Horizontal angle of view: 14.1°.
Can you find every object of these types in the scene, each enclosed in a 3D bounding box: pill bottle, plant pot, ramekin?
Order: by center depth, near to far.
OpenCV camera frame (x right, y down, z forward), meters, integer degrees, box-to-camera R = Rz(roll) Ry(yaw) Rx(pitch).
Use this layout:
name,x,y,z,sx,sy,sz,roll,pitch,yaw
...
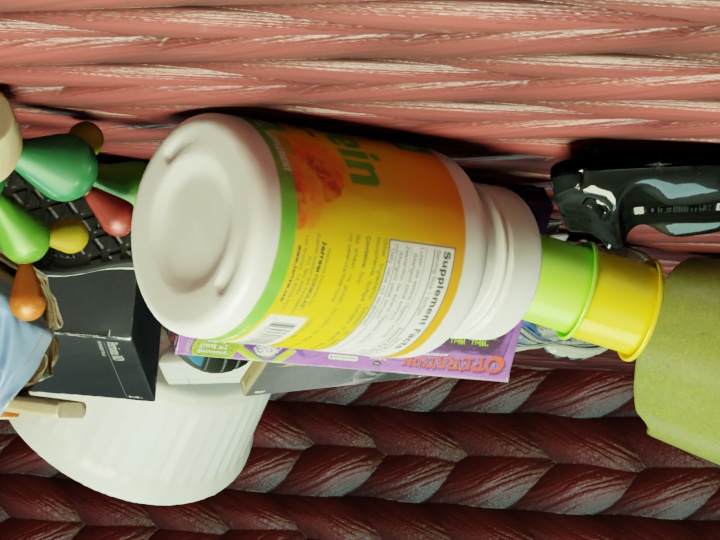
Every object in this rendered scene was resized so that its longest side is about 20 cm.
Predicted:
name,x,y,z,sx,sy,sz,roll,pitch,yaw
pill bottle,-0.007,-0.014,1.482,0.200,0.111,0.111,7,175,-39
plant pot,0.296,0.072,2.005,0.184,0.201,0.200,15,-179,28
ramekin,-0.153,0.061,2.080,0.200,0.201,0.098,6,133,-29

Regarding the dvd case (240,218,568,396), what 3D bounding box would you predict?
name,x,y,z,sx,sy,sz,roll,pitch,yaw
dvd case,0.024,0.025,1.771,0.148,0.016,0.200,-5,156,-22

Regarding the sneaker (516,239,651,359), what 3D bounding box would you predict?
name,x,y,z,sx,sy,sz,roll,pitch,yaw
sneaker,0.144,0.017,1.937,0.200,0.077,0.085,-13,171,-46

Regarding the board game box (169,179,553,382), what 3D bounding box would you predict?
name,x,y,z,sx,sy,sz,roll,pitch,yaw
board game box,0.000,0.000,1.649,0.199,0.120,0.032,6,-156,-15

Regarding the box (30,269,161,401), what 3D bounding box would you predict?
name,x,y,z,sx,sy,sz,roll,pitch,yaw
box,-0.221,0.010,1.850,0.181,0.104,0.200,5,167,1

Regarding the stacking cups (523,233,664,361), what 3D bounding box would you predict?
name,x,y,z,sx,sy,sz,roll,pitch,yaw
stacking cups,0.066,-0.001,1.609,0.199,0.061,0.060,14,173,-14

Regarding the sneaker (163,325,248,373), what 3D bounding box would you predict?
name,x,y,z,sx,sy,sz,roll,pitch,yaw
sneaker,-0.080,0.011,1.861,0.082,0.073,0.200,42,-159,16

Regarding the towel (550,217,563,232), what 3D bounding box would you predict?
name,x,y,z,sx,sy,sz,roll,pitch,yaw
towel,0.020,-0.006,1.781,0.200,0.049,0.112,4,151,-39

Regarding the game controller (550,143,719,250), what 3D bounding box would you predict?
name,x,y,z,sx,sy,sz,roll,pitch,yaw
game controller,0.154,-0.042,1.528,0.104,0.042,0.200,-11,175,5

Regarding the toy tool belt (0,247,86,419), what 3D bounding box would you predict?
name,x,y,z,sx,sy,sz,roll,pitch,yaw
toy tool belt,-0.247,0.031,1.536,0.200,0.125,0.123,19,-170,-37

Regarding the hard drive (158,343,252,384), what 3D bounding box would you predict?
name,x,y,z,sx,sy,sz,roll,pitch,yaw
hard drive,-0.023,0.030,1.978,0.200,0.027,0.132,-4,-149,34

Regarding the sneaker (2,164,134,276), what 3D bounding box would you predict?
name,x,y,z,sx,sy,sz,roll,pitch,yaw
sneaker,-0.169,-0.030,1.673,0.200,0.072,0.083,9,176,-43

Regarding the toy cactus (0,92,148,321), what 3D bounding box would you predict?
name,x,y,z,sx,sy,sz,roll,pitch,yaw
toy cactus,-0.198,-0.046,1.453,0.199,0.103,0.165,13,165,-7
